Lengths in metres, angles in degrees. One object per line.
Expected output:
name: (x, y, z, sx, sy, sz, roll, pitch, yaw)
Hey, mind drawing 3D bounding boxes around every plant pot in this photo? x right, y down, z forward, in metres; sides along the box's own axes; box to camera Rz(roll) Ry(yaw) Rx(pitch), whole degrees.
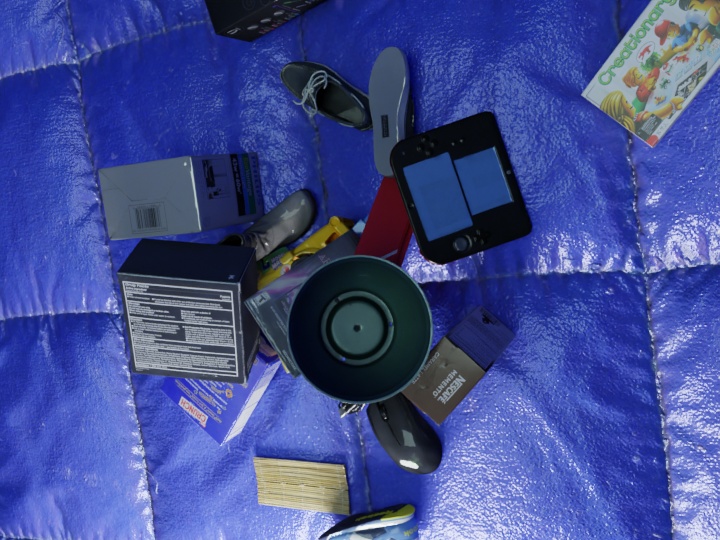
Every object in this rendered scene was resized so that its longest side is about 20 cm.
plant pot: (-0.002, 0.083, 1.112, 0.199, 0.134, 0.202, 0, 87, -2)

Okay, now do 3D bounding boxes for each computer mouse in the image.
computer mouse: (0.055, 0.266, 1.310, 0.138, 0.053, 0.200, -45, 78, 23)

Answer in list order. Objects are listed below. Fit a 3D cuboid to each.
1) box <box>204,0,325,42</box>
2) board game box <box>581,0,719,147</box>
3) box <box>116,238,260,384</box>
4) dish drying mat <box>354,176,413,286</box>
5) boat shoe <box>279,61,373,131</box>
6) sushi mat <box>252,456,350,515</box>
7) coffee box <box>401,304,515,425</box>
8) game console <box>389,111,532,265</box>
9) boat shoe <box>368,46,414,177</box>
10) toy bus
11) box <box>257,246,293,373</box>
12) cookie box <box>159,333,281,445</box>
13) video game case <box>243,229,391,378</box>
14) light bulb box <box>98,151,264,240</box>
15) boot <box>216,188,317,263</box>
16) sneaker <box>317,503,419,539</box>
box: (-0.152, -0.475, 1.262, 0.199, 0.106, 0.123, -19, 89, 27)
board game box: (0.416, -0.287, 1.059, 0.126, 0.035, 0.200, 41, 113, 15)
box: (-0.273, 0.065, 1.272, 0.199, 0.123, 0.199, 5, 122, 5)
dish drying mat: (0.045, -0.068, 1.202, 0.076, 0.018, 0.201, 11, 59, 15)
boat shoe: (-0.059, -0.288, 1.271, 0.200, 0.062, 0.075, 37, 114, 17)
sushi mat: (-0.110, 0.397, 1.432, 0.199, 0.012, 0.096, -1, 96, 25)
coffee box: (0.149, 0.136, 1.160, 0.080, 0.200, 0.115, 42, 114, 11)
game console: (0.150, -0.123, 1.180, 0.176, 0.031, 0.201, -19, 90, 3)
boat shoe: (0.054, -0.249, 1.227, 0.068, 0.056, 0.201, 7, 100, 34)
toy bus: (0.000, 0.000, 1.264, 0.192, 0.136, 0.200, -42, 82, 9)
box: (-0.122, 0.066, 1.368, 0.117, 0.048, 0.201, -27, 88, 27)
cookie box: (-0.258, 0.189, 1.436, 0.171, 0.075, 0.201, 38, 112, 16)
video game case: (-0.058, 0.051, 1.194, 0.199, 0.019, 0.143, -34, 84, -2)
light bulb box: (-0.302, -0.131, 1.336, 0.197, 0.200, 0.126, -3, 98, 26)
boot: (-0.170, -0.060, 1.322, 0.200, 0.131, 0.070, -43, 78, 25)
sneaker: (0.014, 0.470, 1.352, 0.199, 0.074, 0.083, -20, 91, 28)
